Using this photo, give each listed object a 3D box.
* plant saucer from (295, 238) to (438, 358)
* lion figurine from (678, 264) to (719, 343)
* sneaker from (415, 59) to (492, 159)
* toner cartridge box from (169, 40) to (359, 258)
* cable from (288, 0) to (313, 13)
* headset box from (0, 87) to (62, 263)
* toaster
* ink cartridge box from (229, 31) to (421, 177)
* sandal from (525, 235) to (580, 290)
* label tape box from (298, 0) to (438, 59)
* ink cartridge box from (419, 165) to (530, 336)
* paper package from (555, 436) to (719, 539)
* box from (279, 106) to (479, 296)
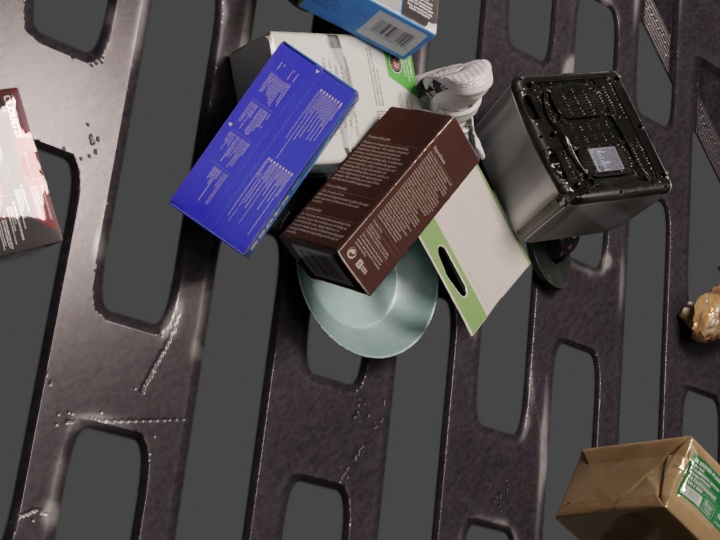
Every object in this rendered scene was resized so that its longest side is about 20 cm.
[{"bbox_3d":[0.000,0.000,1.526,0.201,0.039,0.201,11,72,-36],"label":"plant saucer"},{"bbox_3d":[0.526,0.066,1.922,0.200,0.072,0.123,27,70,-36],"label":"lion figurine"},{"bbox_3d":[0.110,-0.173,1.569,0.075,0.200,0.115,-20,99,-13],"label":"sneaker"},{"bbox_3d":[-0.096,-0.121,1.393,0.095,0.043,0.200,35,88,3],"label":"toner cartridge box"},{"bbox_3d":[-0.055,-0.373,1.567,0.200,0.051,0.163,36,59,-28],"label":"cable"},{"bbox_3d":[-0.365,-0.072,1.220,0.200,0.075,0.149,-17,91,-40],"label":"headset box"},{"bbox_3d":[0.249,-0.138,1.675,0.200,0.119,0.181,-9,66,-34],"label":"toaster"},{"bbox_3d":[-0.033,-0.179,1.514,0.200,0.083,0.147,-4,83,-40],"label":"ink cartridge box"},{"bbox_3d":[0.246,-0.076,1.740,0.075,0.048,0.201,14,70,-37],"label":"sandal"},{"bbox_3d":[0.015,-0.351,1.524,0.143,0.066,0.200,22,58,-28],"label":"label tape box"},{"bbox_3d":[0.116,-0.023,1.590,0.146,0.048,0.200,61,36,-11],"label":"ink cartridge box"},{"bbox_3d":[0.369,0.302,1.654,0.200,0.190,0.104,43,55,-21],"label":"paper package"},{"bbox_3d":[0.021,-0.075,1.437,0.200,0.100,0.075,-51,129,-19],"label":"box"}]
